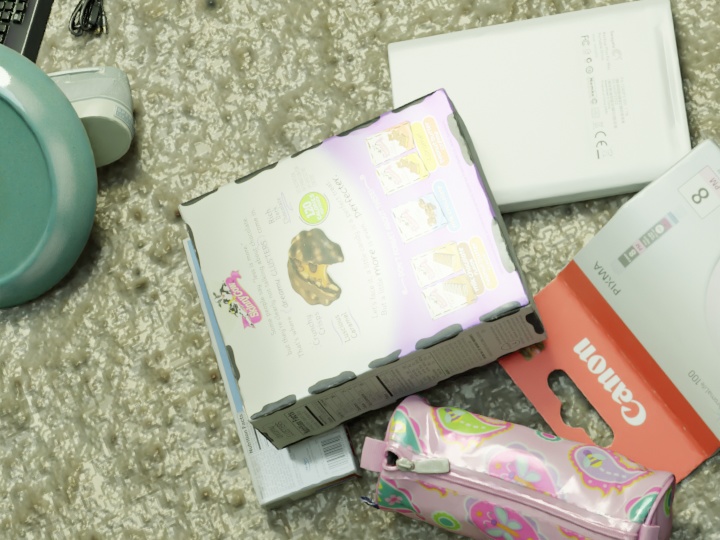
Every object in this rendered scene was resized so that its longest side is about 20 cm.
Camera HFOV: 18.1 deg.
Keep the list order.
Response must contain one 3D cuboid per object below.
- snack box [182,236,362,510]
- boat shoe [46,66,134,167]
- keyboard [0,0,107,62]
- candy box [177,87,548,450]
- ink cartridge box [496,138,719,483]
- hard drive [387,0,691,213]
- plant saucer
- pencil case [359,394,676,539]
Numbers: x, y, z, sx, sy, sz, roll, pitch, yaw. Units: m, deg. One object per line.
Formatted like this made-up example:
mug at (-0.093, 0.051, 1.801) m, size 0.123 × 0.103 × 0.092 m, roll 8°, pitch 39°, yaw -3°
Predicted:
snack box at (-0.062, 0.058, 1.550) m, size 0.071 × 0.024 × 0.201 m, roll -20°, pitch 70°, yaw 7°
boat shoe at (-0.254, -0.101, 1.628) m, size 0.199 × 0.070 × 0.072 m, roll -11°, pitch 47°, yaw 14°
keyboard at (-0.235, -0.238, 1.684) m, size 0.126 × 0.021 × 0.201 m, roll 10°, pitch 77°, yaw 16°
candy box at (0.000, 0.000, 1.495) m, size 0.199 × 0.072 × 0.169 m, roll -23°, pitch 65°, yaw 7°
ink cartridge box at (0.203, 0.038, 1.472) m, size 0.200 × 0.057 × 0.163 m, roll -38°, pitch 77°, yaw -4°
hard drive at (0.123, -0.109, 1.558) m, size 0.198 × 0.026 × 0.133 m, roll -9°, pitch 72°, yaw 10°
plant saucer at (-0.281, -0.064, 1.580) m, size 0.199 × 0.027 × 0.202 m, roll 5°, pitch 108°, yaw 14°
pencil case at (0.102, 0.142, 1.454) m, size 0.199 × 0.087 × 0.088 m, roll 17°, pitch 78°, yaw 18°
